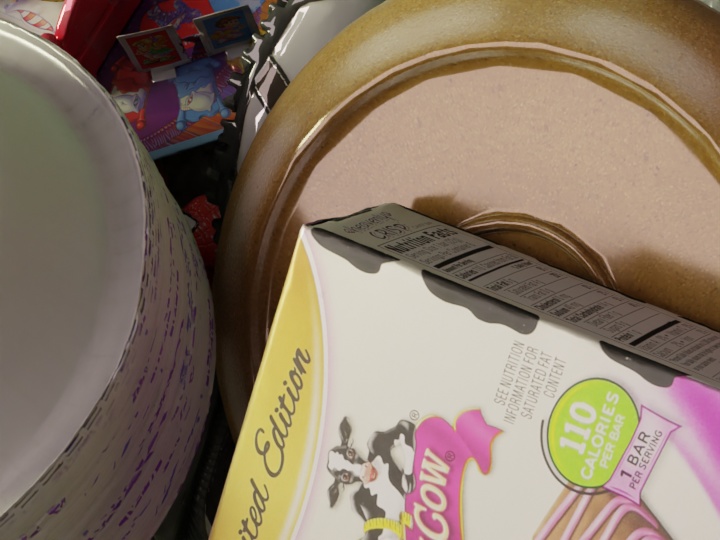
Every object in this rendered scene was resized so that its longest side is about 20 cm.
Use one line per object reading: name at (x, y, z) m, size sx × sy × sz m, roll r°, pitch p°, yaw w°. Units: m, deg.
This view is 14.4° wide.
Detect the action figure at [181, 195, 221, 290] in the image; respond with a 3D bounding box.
action figure at (-0.099, 0.038, 0.935) m, size 0.200 × 0.065 × 0.052 m, roll -40°, pitch 77°, yaw 35°

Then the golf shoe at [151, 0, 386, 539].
golf shoe at (0.000, 0.000, 0.848) m, size 0.094 × 0.078 × 0.201 m, roll 19°, pitch 102°, yaw 25°

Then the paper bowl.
paper bowl at (-0.147, 0.013, 0.778) m, size 0.200 × 0.104 × 0.201 m, roll -9°, pitch 57°, yaw 13°

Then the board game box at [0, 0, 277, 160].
board game box at (-0.109, -0.103, 0.894) m, size 0.199 × 0.039 × 0.159 m, roll -17°, pitch 67°, yaw 2°

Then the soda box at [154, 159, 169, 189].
soda box at (-0.128, -0.087, 0.961) m, size 0.070 × 0.063 × 0.201 m, roll 117°, pitch 137°, yaw -57°

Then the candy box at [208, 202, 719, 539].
candy box at (0.063, 0.081, 0.722) m, size 0.199 × 0.061 × 0.137 m, roll 21°, pitch 104°, yaw 20°

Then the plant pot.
plant pot at (0.044, 0.017, 0.772) m, size 0.199 × 0.027 × 0.201 m, roll 3°, pitch 96°, yaw 23°
